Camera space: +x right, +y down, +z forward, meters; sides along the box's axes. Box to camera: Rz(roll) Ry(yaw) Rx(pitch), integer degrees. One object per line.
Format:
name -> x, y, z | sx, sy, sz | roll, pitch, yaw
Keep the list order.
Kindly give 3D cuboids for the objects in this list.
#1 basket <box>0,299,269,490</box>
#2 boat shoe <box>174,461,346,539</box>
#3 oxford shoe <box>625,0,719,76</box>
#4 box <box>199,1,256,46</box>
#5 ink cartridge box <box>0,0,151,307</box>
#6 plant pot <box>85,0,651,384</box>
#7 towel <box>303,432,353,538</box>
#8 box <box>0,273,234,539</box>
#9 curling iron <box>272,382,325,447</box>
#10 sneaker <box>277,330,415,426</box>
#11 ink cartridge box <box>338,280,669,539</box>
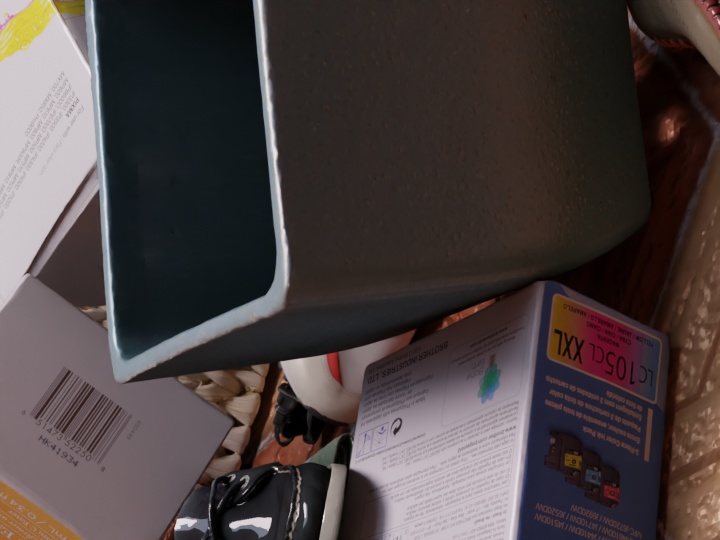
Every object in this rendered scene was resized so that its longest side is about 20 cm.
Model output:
basket -> -0.152, 0.065, 1.199 | 0.200, 0.135, 0.124 | -14, 60, 59
boat shoe -> -0.053, 0.122, 0.932 | 0.199, 0.066, 0.075 | 134, 150, -75
oxford shoe -> 0.152, -0.117, 0.868 | 0.200, 0.070, 0.075 | -99, 18, -51
box -> -0.073, -0.151, 1.026 | 0.032, 0.200, 0.121 | -52, 16, 33
ink cartridge box -> -0.135, -0.099, 1.071 | 0.145, 0.145, 0.200 | -52, 56, 36
plant pot -> 0.010, -0.065, 0.890 | 0.196, 0.199, 0.197 | -25, 68, 62
towel -> -0.068, 0.188, 1.071 | 0.200, 0.023, 0.153 | -39, 37, 44
box -> -0.166, 0.109, 1.020 | 0.098, 0.124, 0.200 | -58, 6, -34
curling iron -> 0.000, 0.000, 1.079 | 0.050, 0.025, 0.200 | 61, -130, -75
sneaker -> 0.017, -0.023, 1.020 | 0.093, 0.070, 0.200 | -16, 53, 65
ink cartridge box -> 0.051, 0.123, 0.838 | 0.136, 0.076, 0.201 | -29, 44, 52
